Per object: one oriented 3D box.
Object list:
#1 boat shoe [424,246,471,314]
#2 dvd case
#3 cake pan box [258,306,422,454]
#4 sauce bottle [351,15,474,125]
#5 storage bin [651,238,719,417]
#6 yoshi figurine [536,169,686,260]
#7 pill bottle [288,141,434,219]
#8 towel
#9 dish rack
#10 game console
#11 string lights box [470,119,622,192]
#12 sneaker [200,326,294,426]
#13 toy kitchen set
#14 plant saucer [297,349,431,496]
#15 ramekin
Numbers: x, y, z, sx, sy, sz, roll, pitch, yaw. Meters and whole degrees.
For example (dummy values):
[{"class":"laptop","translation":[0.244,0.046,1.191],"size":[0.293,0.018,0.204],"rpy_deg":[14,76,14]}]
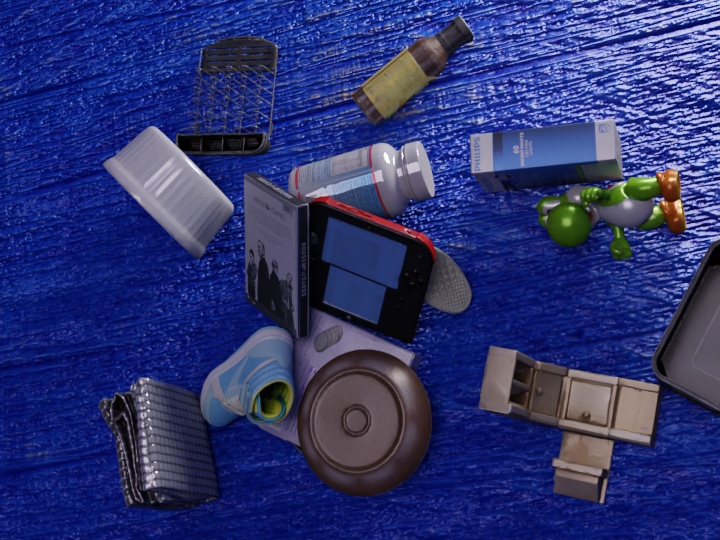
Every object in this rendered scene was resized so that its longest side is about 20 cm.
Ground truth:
[{"class":"boat shoe","translation":[0.072,-0.008,1.643],"size":[0.198,0.062,0.075],"rpy_deg":[33,83,1]},{"class":"dvd case","translation":[-0.121,-0.023,1.649],"size":[0.150,0.024,0.203],"rpy_deg":[32,128,48]},{"class":"cake pan box","translation":[-0.031,0.178,1.652],"size":[0.182,0.052,0.203],"rpy_deg":[20,85,23]},{"class":"sauce bottle","translation":[0.080,-0.298,1.707],"size":[0.199,0.065,0.065],"rpy_deg":[-37,70,9]},{"class":"storage bin","translation":[0.474,0.078,1.481],"size":[0.134,0.094,0.202],"rpy_deg":[28,87,22]},{"class":"yoshi figurine","translation":[0.334,-0.073,1.554],"size":[0.197,0.112,0.115],"rpy_deg":[-7,83,20]},{"class":"pill bottle","translation":[0.003,-0.120,1.672],"size":[0.197,0.109,0.111],"rpy_deg":[-14,74,15]},{"class":"towel","translation":[-0.285,0.254,1.641],"size":[0.084,0.200,0.168],"rpy_deg":[-17,73,15]},{"class":"dish rack","translation":[-0.202,-0.274,1.802],"size":[0.151,0.055,0.204],"rpy_deg":[2,79,18]},{"class":"game console","translation":[0.000,0.000,1.610],"size":[0.197,0.031,0.179],"rpy_deg":[22,122,11]},{"class":"string lights box","translation":[0.258,-0.156,1.596],"size":[0.196,0.103,0.060],"rpy_deg":[-4,78,17]},{"class":"sneaker","translation":[-0.163,0.185,1.634],"size":[0.200,0.079,0.132],"rpy_deg":[-50,34,30]},{"class":"toy kitchen set","translation":[0.266,0.205,1.476],"size":[0.197,0.180,0.166],"rpy_deg":[8,82,24]},{"class":"plant saucer","translation":[-0.001,0.208,1.591],"size":[0.197,0.037,0.204],"rpy_deg":[-3,79,17]},{"class":"ramekin","translation":[-0.281,-0.121,1.724],"size":[0.098,0.201,0.200],"rpy_deg":[-46,69,-4]}]
